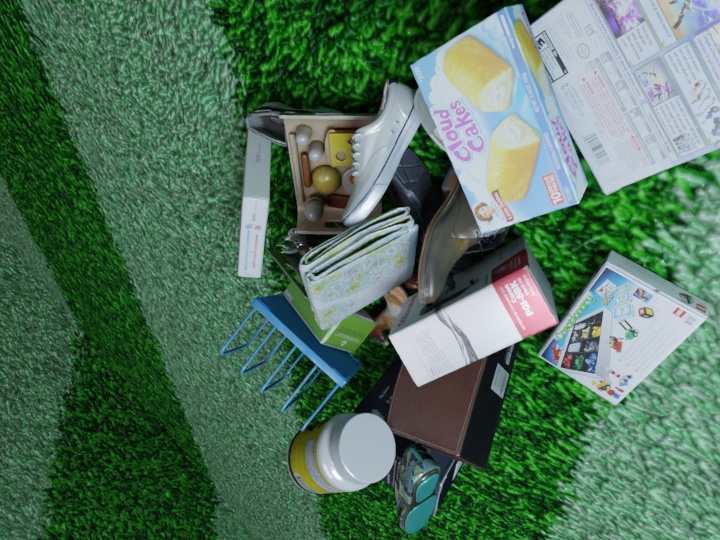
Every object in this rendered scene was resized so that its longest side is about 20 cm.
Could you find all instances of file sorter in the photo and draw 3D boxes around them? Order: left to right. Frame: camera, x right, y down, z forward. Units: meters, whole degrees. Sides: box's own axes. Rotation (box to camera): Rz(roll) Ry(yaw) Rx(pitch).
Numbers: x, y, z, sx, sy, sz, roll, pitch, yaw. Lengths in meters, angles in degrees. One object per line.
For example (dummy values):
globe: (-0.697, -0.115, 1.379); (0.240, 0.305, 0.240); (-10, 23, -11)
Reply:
file sorter: (-0.118, 0.155, 0.886); (0.199, 0.139, 0.123); (40, 98, 8)

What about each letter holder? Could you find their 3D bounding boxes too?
letter holder: (0.140, 0.176, 0.792); (0.140, 0.203, 0.100); (6, 158, 41)

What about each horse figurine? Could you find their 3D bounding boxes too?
horse figurine: (0.080, 0.067, 0.892); (0.131, 0.050, 0.202); (26, 135, 24)

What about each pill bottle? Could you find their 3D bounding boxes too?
pill bottle: (-0.033, 0.289, 0.812); (0.115, 0.114, 0.200); (49, 143, -2)

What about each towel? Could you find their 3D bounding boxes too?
towel: (0.000, 0.000, 0.730); (0.049, 0.169, 0.201); (57, 169, 23)

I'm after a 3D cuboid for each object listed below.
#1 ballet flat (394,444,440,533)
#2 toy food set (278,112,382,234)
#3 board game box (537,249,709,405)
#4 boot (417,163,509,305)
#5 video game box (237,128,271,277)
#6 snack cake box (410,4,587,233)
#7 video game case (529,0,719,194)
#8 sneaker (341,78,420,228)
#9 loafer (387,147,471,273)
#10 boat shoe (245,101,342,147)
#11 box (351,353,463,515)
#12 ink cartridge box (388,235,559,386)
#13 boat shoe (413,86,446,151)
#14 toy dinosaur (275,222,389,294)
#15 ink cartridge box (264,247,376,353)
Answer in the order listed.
ballet flat: (0.083, 0.334, 0.794); (0.073, 0.074, 0.202); (27, 136, 23)
toy food set: (-0.040, -0.141, 0.771); (0.141, 0.061, 0.202); (1, 132, 5)
board game box: (0.337, 0.083, 0.681); (0.125, 0.035, 0.202); (33, 138, 17)
boot: (0.139, -0.044, 0.655); (0.095, 0.203, 0.075); (13, 166, 22)
video game box: (-0.182, -0.123, 0.884); (0.046, 0.202, 0.184); (6, 138, -15)
snack cake box: (0.150, -0.155, 0.549); (0.114, 0.067, 0.202); (-17, 105, 38)
video game case: (0.280, -0.200, 0.497); (0.180, 0.045, 0.201); (-23, 104, 51)
sneaker: (0.016, -0.155, 0.682); (0.070, 0.202, 0.073); (27, -179, -11)
loafer: (0.093, -0.083, 0.745); (0.202, 0.071, 0.063); (61, 158, 7)
boat shoe: (-0.096, -0.216, 0.808); (0.197, 0.071, 0.073); (18, 131, 28)
box: (0.101, 0.287, 0.936); (0.198, 0.197, 0.119); (25, 137, 25)
ink cartridge box: (0.148, 0.052, 0.685); (0.198, 0.147, 0.084); (-30, 97, 22)
boat shoe: (0.152, -0.164, 0.632); (0.200, 0.060, 0.076); (45, 121, 8)
toy dinosaur: (-0.038, -0.014, 0.884); (0.199, 0.103, 0.077); (41, 177, -6)
ink cartridge box: (-0.085, 0.054, 0.893); (0.076, 0.199, 0.148); (-52, 52, 10)
